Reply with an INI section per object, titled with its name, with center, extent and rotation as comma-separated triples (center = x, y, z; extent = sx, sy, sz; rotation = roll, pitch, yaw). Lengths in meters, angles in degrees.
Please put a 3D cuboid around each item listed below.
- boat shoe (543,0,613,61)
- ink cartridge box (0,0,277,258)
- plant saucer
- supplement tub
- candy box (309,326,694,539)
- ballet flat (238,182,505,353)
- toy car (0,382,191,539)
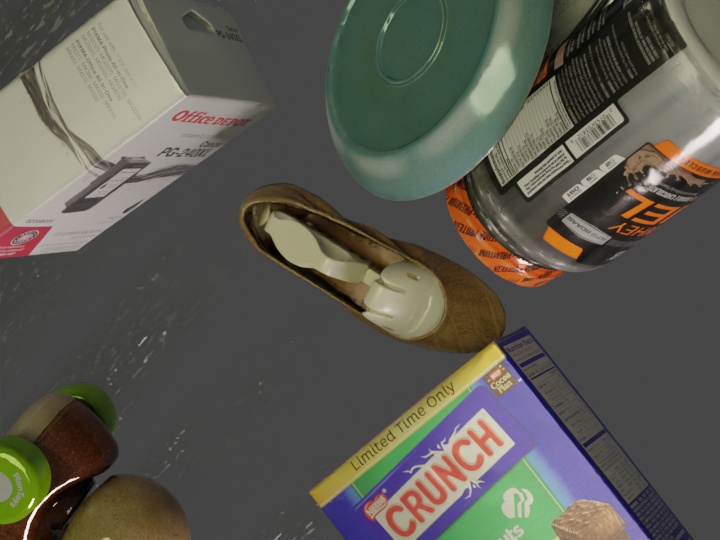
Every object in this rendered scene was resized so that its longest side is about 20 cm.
[boat shoe]
center = 0.090, -0.141, 1.009
extent = 0.200, 0.060, 0.076
rotation = -44, 79, 18
[ink cartridge box]
center = -0.176, -0.095, 1.068
extent = 0.200, 0.145, 0.083
rotation = -33, 81, 20
[plant saucer]
center = 0.039, -0.143, 0.988
extent = 0.200, 0.027, 0.200
rotation = -26, 55, 44
[supplement tub]
center = 0.150, -0.081, 0.942
extent = 0.200, 0.122, 0.123
rotation = -40, 79, 38
[candy box]
center = 0.096, 0.166, 1.022
extent = 0.169, 0.077, 0.200
rotation = -42, 78, 19
[ballet flat]
center = 0.000, 0.000, 1.048
extent = 0.200, 0.072, 0.068
rotation = 32, 104, 15
[toy car]
center = -0.181, 0.196, 1.097
extent = 0.200, 0.164, 0.158
rotation = 35, 106, 2
